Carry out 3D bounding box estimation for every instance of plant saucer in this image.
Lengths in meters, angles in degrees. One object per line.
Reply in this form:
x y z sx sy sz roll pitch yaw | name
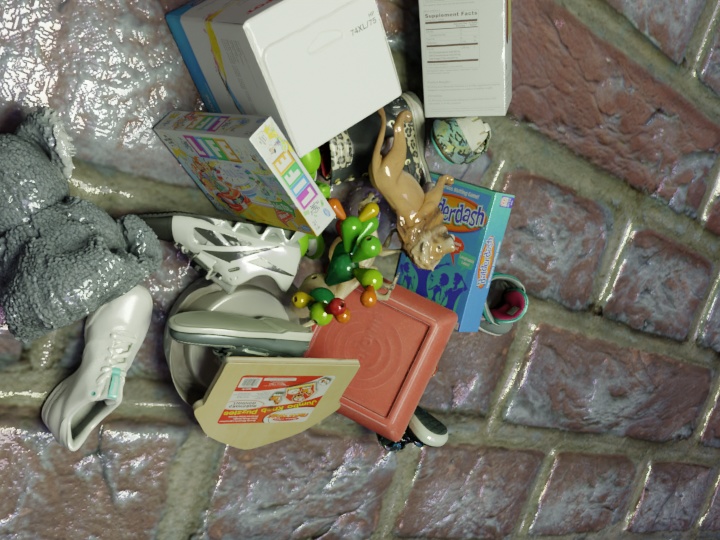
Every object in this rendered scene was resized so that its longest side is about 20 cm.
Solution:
0.005 0.108 1.012 0.200 0.199 0.037 -65 172 2 | plant saucer

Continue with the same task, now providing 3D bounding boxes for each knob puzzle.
-0.118 0.166 0.936 0.219 0.031 0.220 -13 142 -10 | knob puzzle

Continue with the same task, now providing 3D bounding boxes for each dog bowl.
-0.163 0.087 0.951 0.199 0.059 0.201 -13 114 -32 | dog bowl

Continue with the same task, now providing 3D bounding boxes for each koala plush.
-0.318 -0.048 0.724 0.177 0.184 0.201 -28 101 -8 | koala plush

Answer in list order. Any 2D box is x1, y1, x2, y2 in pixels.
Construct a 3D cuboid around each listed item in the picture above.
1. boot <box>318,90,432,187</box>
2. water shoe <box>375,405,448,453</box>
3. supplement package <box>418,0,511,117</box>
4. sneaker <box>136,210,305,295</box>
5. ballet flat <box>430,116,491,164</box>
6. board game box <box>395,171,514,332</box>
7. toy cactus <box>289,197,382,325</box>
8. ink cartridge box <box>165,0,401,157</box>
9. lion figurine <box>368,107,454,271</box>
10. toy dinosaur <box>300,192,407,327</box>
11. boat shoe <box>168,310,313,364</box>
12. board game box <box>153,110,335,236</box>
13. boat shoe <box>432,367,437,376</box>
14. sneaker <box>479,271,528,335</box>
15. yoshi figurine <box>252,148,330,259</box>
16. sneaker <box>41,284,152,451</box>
0.018 -0.129 0.998 0.153 0.073 0.205 -19 116 -26 | boot
0.069 0.241 1.092 0.071 0.200 0.079 28 88 -15 | water shoe
0.141 -0.314 0.963 0.114 0.109 0.201 -60 148 -60 | supplement package
-0.168 -0.019 0.850 0.199 0.074 0.089 10 90 -6 | sneaker
0.144 -0.186 1.010 0.200 0.074 0.075 -36 139 -73 | ballet flat
0.128 -0.031 1.061 0.045 0.152 0.201 4 104 -40 | board game box
-0.039 0.005 0.888 0.102 0.165 0.201 31 44 -20 | toy cactus
-0.085 -0.235 0.794 0.146 0.200 0.146 -35 125 -20 | ink cartridge box
0.055 -0.101 0.925 0.200 0.072 0.123 46 58 -25 | lion figurine
0.000 0.000 0.979 0.101 0.058 0.201 24 93 5 | toy dinosaur
-0.143 0.090 0.884 0.199 0.073 0.062 9 101 -45 | boat shoe
-0.131 -0.110 0.806 0.034 0.200 0.135 -50 129 -21 | board game box
0.053 0.147 1.132 0.199 0.062 0.072 14 96 -40 | boat shoe
0.225 0.057 1.186 0.084 0.121 0.200 -53 129 -8 | sneaker
-0.092 -0.091 0.914 0.111 0.112 0.201 -18 121 -12 | yoshi figurine
-0.291 0.114 0.847 0.075 0.088 0.201 28 89 -38 | sneaker
